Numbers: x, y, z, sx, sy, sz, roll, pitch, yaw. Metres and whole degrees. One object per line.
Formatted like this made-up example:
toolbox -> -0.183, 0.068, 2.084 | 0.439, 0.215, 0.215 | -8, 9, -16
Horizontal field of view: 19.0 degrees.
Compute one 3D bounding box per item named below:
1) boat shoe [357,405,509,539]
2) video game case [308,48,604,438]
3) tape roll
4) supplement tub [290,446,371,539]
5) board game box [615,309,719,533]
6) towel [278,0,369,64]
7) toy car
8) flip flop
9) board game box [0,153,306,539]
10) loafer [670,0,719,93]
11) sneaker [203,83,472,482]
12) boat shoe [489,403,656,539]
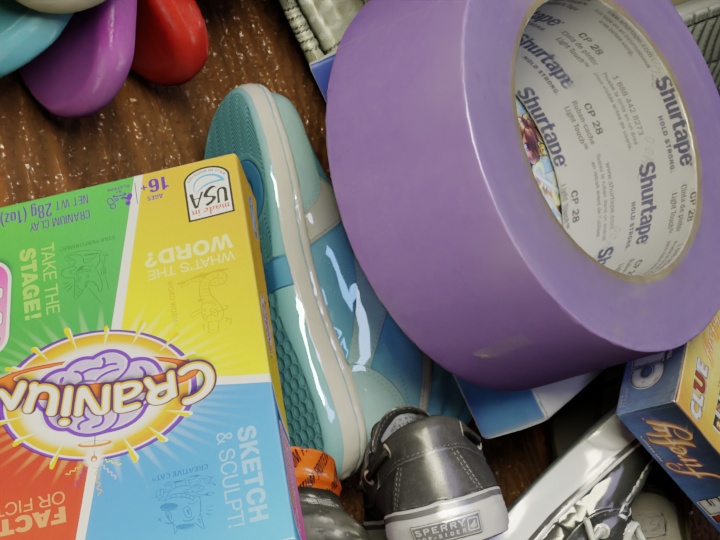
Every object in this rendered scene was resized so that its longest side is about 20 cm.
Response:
boat shoe -> 0.027, 0.093, 0.978 | 0.070, 0.200, 0.067 | -15, 85, 0
video game case -> 0.079, -0.045, 1.076 | 0.181, 0.045, 0.201 | -34, 101, -51
tape roll -> 0.082, -0.051, 0.981 | 0.200, 0.085, 0.201 | 19, 63, -42
supplement tub -> -0.044, 0.186, 0.942 | 0.122, 0.122, 0.201 | 3, 68, -30
board game box -> 0.192, 0.029, 1.083 | 0.136, 0.035, 0.200 | 47, 44, -32
towel -> 0.047, -0.162, 1.147 | 0.192, 0.035, 0.201 | -33, 105, -25
toy car -> -0.131, -0.150, 1.028 | 0.200, 0.175, 0.151 | -19, 117, -36
flip flop -> 0.144, 0.126, 1.120 | 0.081, 0.058, 0.201 | -6, 72, 5
board game box -> -0.109, 0.054, 0.928 | 0.152, 0.040, 0.201 | -13, 55, 3
loafer -> 0.184, -0.140, 1.171 | 0.070, 0.075, 0.200 | 36, 35, 25
sneaker -> 0.000, 0.000, 1.077 | 0.130, 0.079, 0.201 | -10, 85, -32
boat shoe -> 0.103, 0.135, 1.052 | 0.068, 0.074, 0.199 | 45, 72, 5
